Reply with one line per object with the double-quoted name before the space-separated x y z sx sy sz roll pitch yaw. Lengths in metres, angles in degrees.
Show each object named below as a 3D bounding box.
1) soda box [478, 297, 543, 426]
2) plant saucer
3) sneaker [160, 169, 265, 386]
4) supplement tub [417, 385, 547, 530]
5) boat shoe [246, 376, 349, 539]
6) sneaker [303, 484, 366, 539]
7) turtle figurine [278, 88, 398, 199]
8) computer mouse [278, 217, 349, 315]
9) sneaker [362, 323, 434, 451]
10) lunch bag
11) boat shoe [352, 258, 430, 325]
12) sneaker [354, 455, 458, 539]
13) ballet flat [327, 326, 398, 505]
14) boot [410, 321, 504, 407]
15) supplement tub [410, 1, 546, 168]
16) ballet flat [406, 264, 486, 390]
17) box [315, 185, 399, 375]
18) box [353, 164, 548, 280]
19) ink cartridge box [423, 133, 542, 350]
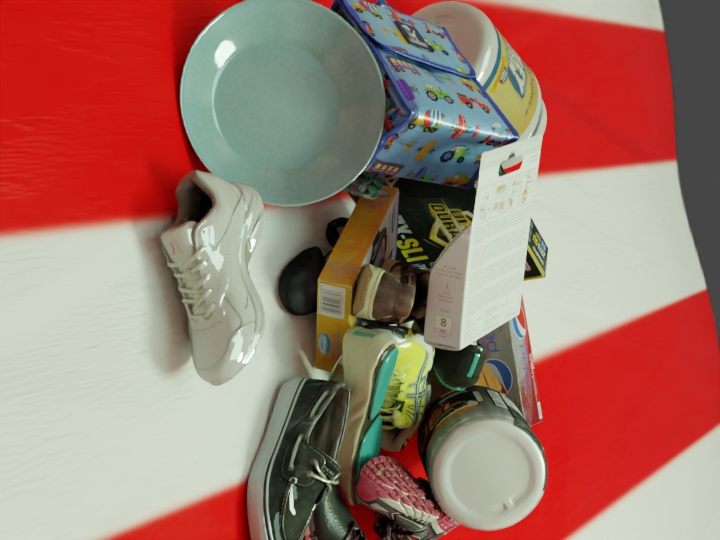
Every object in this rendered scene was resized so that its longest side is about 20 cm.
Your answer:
"soda box" 0.170 0.097 1.968 0.063 0.070 0.200 -6 87 -63
"plant saucer" -0.077 -0.159 1.510 0.201 0.039 0.201 1 85 -18
"sneaker" -0.141 0.003 1.401 0.099 0.078 0.200 28 49 -47
"supplement tub" 0.124 0.192 1.688 0.200 0.122 0.123 -115 -168 -82
"boat shoe" -0.054 0.183 1.495 0.072 0.071 0.200 50 40 -46
"sneaker" 0.021 0.287 1.560 0.076 0.115 0.200 -50 125 -57
"turtle figurine" -0.028 -0.133 1.624 0.200 0.101 0.150 -4 70 -51
"computer mouse" -0.031 -0.009 1.649 0.200 0.034 0.059 -50 125 -57
"sneaker" 0.039 0.122 1.655 0.200 0.075 0.077 71 27 -56
"lunch bag" 0.049 -0.194 1.619 0.150 0.094 0.200 7 50 -40
"boat shoe" 0.046 0.028 1.625 0.200 0.072 0.072 16 87 -79
"sneaker" 0.041 0.251 1.624 0.081 0.075 0.200 50 2 30
"ballet flat" -0.008 0.143 1.594 0.069 0.069 0.200 -46 152 -58
"boot" 0.122 0.120 1.860 0.155 0.077 0.200 -27 105 -63
"supplement tub" 0.131 -0.217 1.913 0.200 0.144 0.145 38 49 -54
"ballet flat" 0.089 0.043 1.729 0.068 0.068 0.200 7 37 -34
"box" 0.000 0.000 1.653 0.200 0.041 0.119 -67 164 -50
"box" 0.101 -0.057 1.785 0.200 0.159 0.049 56 36 -41
"ink cartridge box" 0.125 -0.034 1.611 0.163 0.057 0.200 -23 118 -60
